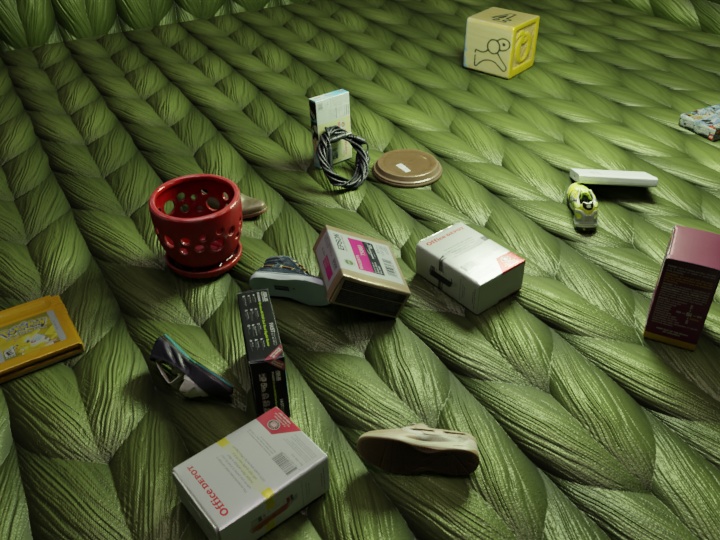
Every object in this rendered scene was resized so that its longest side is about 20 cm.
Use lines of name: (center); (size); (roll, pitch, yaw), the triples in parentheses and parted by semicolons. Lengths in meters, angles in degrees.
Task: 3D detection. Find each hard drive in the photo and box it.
hard drive: (0.675, -0.250, 1.885); (0.199, 0.026, 0.132); (4, 16, 5)

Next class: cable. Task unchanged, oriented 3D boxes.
cable: (-0.047, -0.312, 1.923); (0.163, 0.051, 0.200); (34, 52, -24)

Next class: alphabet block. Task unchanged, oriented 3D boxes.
alphabet block: (0.518, -0.843, 2.594); (0.200, 0.196, 0.196); (27, 46, 31)

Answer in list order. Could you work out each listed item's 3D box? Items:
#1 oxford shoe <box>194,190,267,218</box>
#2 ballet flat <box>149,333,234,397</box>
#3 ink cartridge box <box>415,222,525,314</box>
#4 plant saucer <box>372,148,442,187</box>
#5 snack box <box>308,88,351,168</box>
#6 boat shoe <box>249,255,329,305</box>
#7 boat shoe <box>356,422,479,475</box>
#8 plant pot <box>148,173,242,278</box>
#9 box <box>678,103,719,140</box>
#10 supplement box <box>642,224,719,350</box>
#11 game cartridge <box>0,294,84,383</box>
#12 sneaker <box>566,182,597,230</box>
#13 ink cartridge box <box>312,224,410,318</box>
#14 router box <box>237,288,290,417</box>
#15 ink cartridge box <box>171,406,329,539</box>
oxford shoe: (-0.336, -0.183, 1.799); (0.199, 0.075, 0.071); (7, 36, 9)
ballet flat: (-0.320, 0.193, 1.303); (0.200, 0.073, 0.073); (30, 46, 27)
ink cartridge box: (0.238, -0.010, 1.548); (0.144, 0.084, 0.200); (-26, 44, -29)
plant saucer: (0.134, -0.294, 1.987); (0.199, 0.030, 0.200); (0, 37, 0)
snack box: (-0.083, -0.399, 1.986); (0.116, 0.200, 0.037); (-25, 39, -30)
boat shoe: (-0.136, 0.014, 1.529); (0.200, 0.071, 0.091); (9, 41, 16)
boat shoe: (0.094, 0.289, 1.159); (0.199, 0.072, 0.065); (4, 28, 3)
plant pot: (-0.362, -0.093, 1.586); (0.200, 0.183, 0.201); (0, 35, 0)
box: (1.122, -0.467, 2.199); (0.199, 0.040, 0.137); (-17, 38, -21)
supplement box: (0.639, 0.034, 1.385); (0.103, 0.200, 0.131); (16, 40, 22)
game cartridge: (-0.672, 0.131, 1.413); (0.176, 0.033, 0.200); (-22, 42, -26)
sneaker: (0.571, -0.179, 1.781); (0.075, 0.077, 0.200); (0, 34, 5)
ink cartridge box: (0.000, 0.000, 1.498); (0.164, 0.075, 0.200); (15, 30, -25)
router box: (-0.176, 0.152, 1.276); (0.062, 0.150, 0.200); (-8, 37, -11)
ink cartridge box: (-0.169, 0.326, 1.095); (0.200, 0.084, 0.145); (-26, 43, -31)
